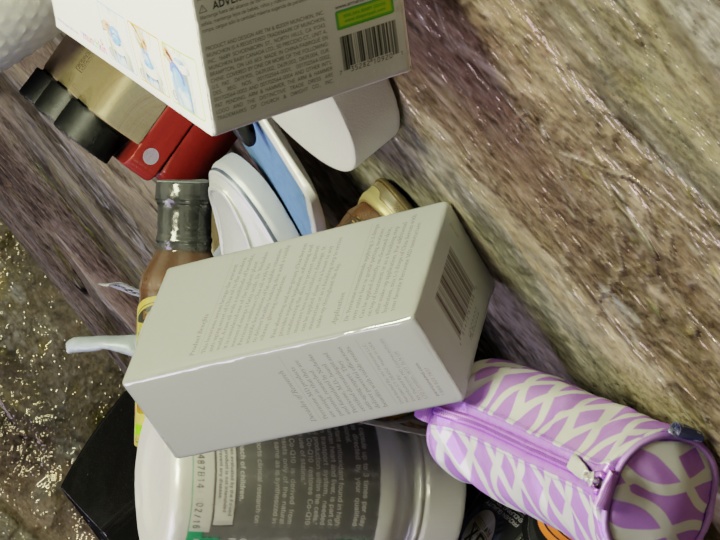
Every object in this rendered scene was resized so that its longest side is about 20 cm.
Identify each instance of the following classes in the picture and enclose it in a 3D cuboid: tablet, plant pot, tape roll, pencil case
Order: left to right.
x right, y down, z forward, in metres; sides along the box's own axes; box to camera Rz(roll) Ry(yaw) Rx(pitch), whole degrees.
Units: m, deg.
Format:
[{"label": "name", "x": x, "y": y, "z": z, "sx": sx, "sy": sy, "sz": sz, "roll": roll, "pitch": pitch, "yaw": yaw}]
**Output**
[{"label": "plant pot", "x": -0.266, "y": 0.296, "z": 3.501, "sx": 0.200, "sy": 0.177, "sz": 0.200, "roll": 37, "pitch": 163, "yaw": 48}, {"label": "tablet", "x": -0.075, "y": -0.105, "z": 1.737, "sx": 0.201, "sy": 0.014, "sz": 0.130, "roll": 57, "pitch": 172, "yaw": 19}, {"label": "tape roll", "x": -0.054, "y": -0.146, "z": 1.531, "sx": 0.203, "sy": 0.037, "sz": 0.203, "roll": 49, "pitch": 170, "yaw": 12}, {"label": "pencil case", "x": 0.114, "y": 0.106, "z": 1.496, "sx": 0.085, "sy": 0.085, "sz": 0.200, "roll": 7, "pitch": -174, "yaw": -30}]

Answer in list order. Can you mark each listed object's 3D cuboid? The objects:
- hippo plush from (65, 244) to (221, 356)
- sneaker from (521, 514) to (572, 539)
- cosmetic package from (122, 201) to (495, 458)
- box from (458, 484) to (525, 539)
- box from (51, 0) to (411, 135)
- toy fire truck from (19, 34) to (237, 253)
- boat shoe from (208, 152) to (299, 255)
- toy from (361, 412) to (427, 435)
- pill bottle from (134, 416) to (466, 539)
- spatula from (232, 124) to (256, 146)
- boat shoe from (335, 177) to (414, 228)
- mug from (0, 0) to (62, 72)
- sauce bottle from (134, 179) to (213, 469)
[{"label": "hippo plush", "x": -0.076, "y": 0.074, "z": 1.898, "sx": 0.160, "sy": 0.199, "sz": 0.162, "roll": -56, "pitch": 42, "yaw": 43}, {"label": "sneaker", "x": 0.143, "y": 0.140, "z": 1.621, "sx": 0.091, "sy": 0.070, "sz": 0.200, "roll": 69, "pitch": 166, "yaw": -9}, {"label": "cosmetic package", "x": -0.030, "y": 0.037, "z": 1.578, "sx": 0.199, "sy": 0.102, "sz": 0.071, "roll": -12, "pitch": 128, "yaw": 28}, {"label": "box", "x": 0.108, "y": 0.218, "z": 1.881, "sx": 0.200, "sy": 0.086, "sz": 0.164, "roll": 51, "pitch": 171, "yaw": -36}, {"label": "box", "x": -0.074, "y": -0.155, "z": 1.315, "sx": 0.200, "sy": 0.112, "sz": 0.102, "roll": 36, "pitch": 140, "yaw": 55}, {"label": "toy fire truck", "x": -0.136, "y": -0.083, "z": 1.917, "sx": 0.200, "sy": 0.129, "sz": 0.176, "roll": 36, "pitch": 180, "yaw": -24}, {"label": "boat shoe", "x": -0.064, "y": 0.023, "z": 1.788, "sx": 0.073, "sy": 0.065, "sz": 0.201, "roll": 4, "pitch": 120, "yaw": 66}, {"label": "toy", "x": 0.007, "y": 0.067, "z": 1.715, "sx": 0.198, "sy": 0.048, "sz": 0.115, "roll": 16, "pitch": -171, "yaw": -11}, {"label": "pill bottle", "x": -0.039, "y": 0.138, "z": 1.747, "sx": 0.113, "sy": 0.198, "sz": 0.114, "roll": -177, "pitch": 90, "yaw": -72}, {"label": "spatula", "x": -0.107, "y": -0.163, "z": 1.639, "sx": 0.057, "sy": 0.020, "sz": 0.201, "roll": -73, "pitch": -37, "yaw": -62}, {"label": "boat shoe", "x": 0.000, "y": 0.000, "z": 1.706, "sx": 0.072, "sy": 0.067, "sz": 0.200, "roll": 49, "pitch": 169, "yaw": 9}, {"label": "mug", "x": -0.277, "y": -0.219, "z": 1.836, "sx": 0.148, "sy": 0.175, "sz": 0.200, "roll": 45, "pitch": 168, "yaw": 28}, {"label": "sauce bottle", "x": -0.122, "y": 0.039, "z": 1.822, "sx": 0.065, "sy": 0.064, "sz": 0.202, "roll": -171, "pitch": 80, "yaw": -74}]
